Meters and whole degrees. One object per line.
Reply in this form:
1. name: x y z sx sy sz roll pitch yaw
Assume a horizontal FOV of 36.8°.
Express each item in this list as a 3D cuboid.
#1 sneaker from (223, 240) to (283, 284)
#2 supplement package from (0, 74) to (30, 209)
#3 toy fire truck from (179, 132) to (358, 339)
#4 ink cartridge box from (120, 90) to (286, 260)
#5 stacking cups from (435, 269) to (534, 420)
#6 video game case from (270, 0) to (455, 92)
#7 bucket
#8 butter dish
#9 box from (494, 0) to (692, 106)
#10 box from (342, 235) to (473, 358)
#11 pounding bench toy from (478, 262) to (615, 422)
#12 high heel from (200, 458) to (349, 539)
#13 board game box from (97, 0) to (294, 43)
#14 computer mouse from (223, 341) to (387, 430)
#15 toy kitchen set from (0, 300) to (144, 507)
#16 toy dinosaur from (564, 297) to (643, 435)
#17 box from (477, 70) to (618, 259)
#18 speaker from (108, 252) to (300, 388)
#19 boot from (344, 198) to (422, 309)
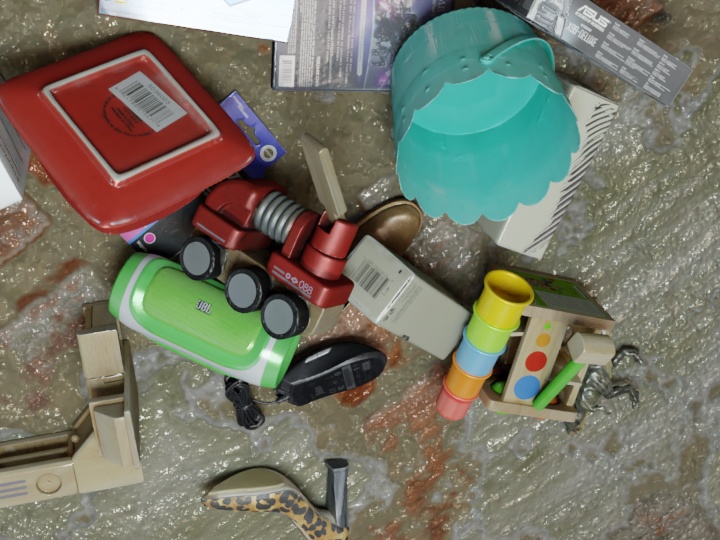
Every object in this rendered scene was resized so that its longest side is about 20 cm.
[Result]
1. sneaker: -0.120 0.035 1.247 0.098 0.071 0.201 35 103 -24
2. supplement package: -0.394 -0.127 1.033 0.116 0.200 0.118 -23 117 -2
3. toy fire truck: -0.079 -0.053 1.093 0.128 0.175 0.202 -8 127 -62
4. ink cartridge box: -0.183 -0.097 1.194 0.200 0.037 0.095 -40 117 3
5. stacking cups: 0.135 0.095 1.250 0.060 0.061 0.201 9 126 -18
6. video game case: 0.004 -0.266 1.174 0.198 0.019 0.144 -2 114 -14
7. bucket: 0.125 -0.167 1.150 0.204 0.136 0.208 -4 139 -3
8. butter dish: -0.241 -0.113 1.098 0.199 0.200 0.148 -31 161 -35
9. box: 0.236 -0.260 1.158 0.199 0.158 0.050 26 106 -22
10. box: 0.053 0.034 1.222 0.069 0.082 0.200 -51 149 4
11. pounding bench toy: 0.215 0.110 1.292 0.123 0.200 0.158 10 110 -18
12. high heel: -0.105 0.323 1.375 0.198 0.071 0.144 -5 109 -22
13. board game box: -0.164 -0.299 1.106 0.198 0.019 0.104 7 113 -10
14. computer mouse: -0.071 0.114 1.287 0.198 0.046 0.141 -23 148 0
15. toy kitchen set: -0.337 0.169 1.200 0.178 0.163 0.202 -9 115 -10
16. toy dinosaur: 0.325 0.137 1.420 0.087 0.048 0.202 6 109 -9
17. box: 0.213 -0.123 1.256 0.068 0.082 0.202 17 110 -22
18. speaker: -0.167 0.053 1.167 0.198 0.088 0.089 24 108 4
19. boot: 0.000 0.000 1.260 0.200 0.076 0.074 -42 114 5
